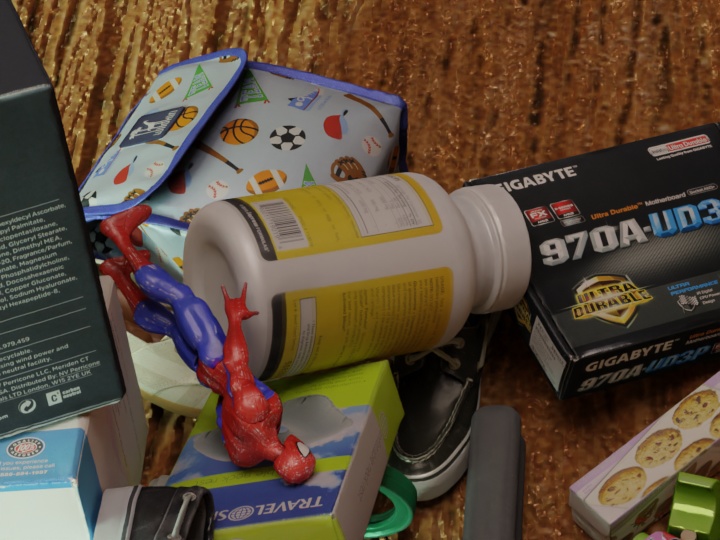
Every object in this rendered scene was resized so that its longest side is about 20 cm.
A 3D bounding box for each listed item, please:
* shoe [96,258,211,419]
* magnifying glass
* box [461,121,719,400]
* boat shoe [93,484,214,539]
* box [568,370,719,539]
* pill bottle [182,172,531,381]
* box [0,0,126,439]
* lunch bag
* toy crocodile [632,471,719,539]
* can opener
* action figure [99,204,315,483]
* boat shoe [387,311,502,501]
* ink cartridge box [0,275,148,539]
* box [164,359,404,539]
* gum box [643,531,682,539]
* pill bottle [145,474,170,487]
[{"bbox_3d":[-0.143,0.039,1.420,0.200,0.053,0.070,25,53,5],"label":"shoe"},{"bbox_3d":[-0.061,0.144,1.345,0.199,0.080,0.022,-2,54,22],"label":"magnifying glass"},{"bbox_3d":[0.184,-0.010,1.400,0.200,0.046,0.159,-13,53,-20],"label":"box"},{"bbox_3d":[-0.102,0.186,1.085,0.068,0.072,0.200,-7,36,5],"label":"boat shoe"},{"bbox_3d":[0.217,0.101,1.345,0.200,0.039,0.041,-34,55,-18],"label":"box"},{"bbox_3d":[0.000,0.000,1.316,0.200,0.112,0.112,-9,46,-26],"label":"pill bottle"},{"bbox_3d":[-0.207,-0.034,1.119,0.107,0.200,0.149,-18,38,-11],"label":"box"},{"bbox_3d":[-0.086,-0.058,1.468,0.200,0.124,0.170,17,52,17],"label":"lunch bag"},{"bbox_3d":[0.164,0.207,1.253,0.067,0.062,0.200,23,59,26],"label":"toy crocodile"},{"bbox_3d":[0.069,0.172,1.304,0.066,0.053,0.200,2,51,13],"label":"can opener"},{"bbox_3d":[-0.084,0.046,1.223,0.052,0.066,0.200,-18,54,-27],"label":"action figure"},{"bbox_3d":[0.049,0.055,1.397,0.071,0.064,0.200,5,52,14],"label":"boat shoe"},{"bbox_3d":[-0.197,0.100,1.212,0.128,0.125,0.200,-4,36,6],"label":"ink cartridge box"},{"bbox_3d":[-0.051,0.126,1.231,0.122,0.048,0.200,-11,23,16],"label":"box"},{"bbox_3d":[0.175,0.250,1.153,0.113,0.066,0.200,-38,70,10],"label":"gum box"},{"bbox_3d":[-0.193,0.174,1.312,0.199,0.112,0.112,-4,50,6],"label":"pill bottle"}]
